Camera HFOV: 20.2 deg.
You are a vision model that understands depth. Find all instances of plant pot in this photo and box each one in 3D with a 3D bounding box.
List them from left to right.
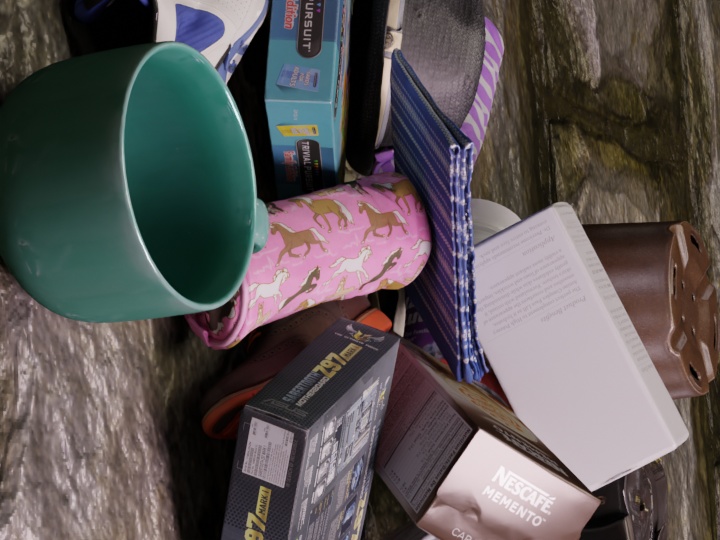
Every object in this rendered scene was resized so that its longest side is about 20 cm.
[{"bbox_3d":[0.200,0.041,1.770,0.200,0.197,0.202,-8,90,-66],"label":"plant pot"}]

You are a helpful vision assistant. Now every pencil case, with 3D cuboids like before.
[{"bbox_3d":[-0.037,-0.009,1.350,0.199,0.086,0.083,-19,90,-46],"label":"pencil case"},{"bbox_3d":[0.062,-0.132,1.662,0.085,0.084,0.201,41,42,-23],"label":"pencil case"}]

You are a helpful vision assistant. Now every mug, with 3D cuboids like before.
[{"bbox_3d":[-0.138,-0.036,1.162,0.153,0.114,0.186,-72,146,-43],"label":"mug"}]

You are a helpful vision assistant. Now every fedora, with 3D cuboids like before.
[{"bbox_3d":[0.042,-0.168,1.520,0.201,0.091,0.202,-173,-90,-83],"label":"fedora"}]

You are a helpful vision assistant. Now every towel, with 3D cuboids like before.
[{"bbox_3d":[0.054,-0.036,1.417,0.145,0.024,0.201,-120,-158,-53],"label":"towel"}]

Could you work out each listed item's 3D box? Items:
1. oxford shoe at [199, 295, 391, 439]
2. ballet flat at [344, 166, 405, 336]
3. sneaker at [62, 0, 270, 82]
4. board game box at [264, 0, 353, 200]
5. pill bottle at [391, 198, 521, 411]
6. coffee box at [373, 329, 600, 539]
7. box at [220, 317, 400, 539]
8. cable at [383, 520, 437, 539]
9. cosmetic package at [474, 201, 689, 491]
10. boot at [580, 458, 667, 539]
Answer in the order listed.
[{"bbox_3d":[-0.058,0.056,1.391,0.073,0.071,0.200,49,34,8],"label":"oxford shoe"},{"bbox_3d":[0.000,0.000,1.506,0.069,0.069,0.202,-9,91,-65],"label":"ballet flat"},{"bbox_3d":[-0.122,-0.167,1.268,0.115,0.080,0.201,55,39,-49],"label":"sneaker"},{"bbox_3d":[-0.033,-0.140,1.402,0.200,0.047,0.152,88,5,-69],"label":"board game box"},{"bbox_3d":[0.079,0.044,1.610,0.112,0.111,0.201,58,34,-42],"label":"pill bottle"},{"bbox_3d":[0.069,0.129,1.406,0.114,0.080,0.200,31,6,-25],"label":"coffee box"},{"bbox_3d":[-0.039,0.151,1.316,0.158,0.051,0.201,-40,145,-59],"label":"box"},{"bbox_3d":[0.078,0.272,1.466,0.199,0.069,0.201,29,66,-21],"label":"cable"},{"bbox_3d":[0.152,0.059,1.502,0.201,0.101,0.074,64,18,4],"label":"cosmetic package"},{"bbox_3d":[0.209,0.161,1.636,0.174,0.069,0.202,-4,93,-68],"label":"boot"}]
